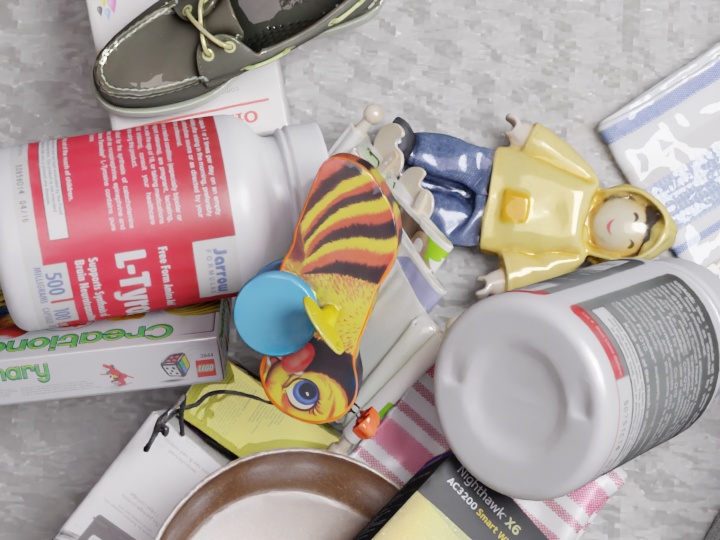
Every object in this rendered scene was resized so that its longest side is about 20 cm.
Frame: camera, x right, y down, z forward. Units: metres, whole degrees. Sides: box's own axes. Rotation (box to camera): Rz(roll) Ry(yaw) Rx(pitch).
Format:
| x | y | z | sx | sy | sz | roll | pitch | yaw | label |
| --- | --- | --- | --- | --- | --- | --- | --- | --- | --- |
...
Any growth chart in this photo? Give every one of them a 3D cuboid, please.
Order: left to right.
| x | y | z | sx | sy | sz | roll | pitch | yaw | label |
| --- | --- | --- | --- | --- | --- | --- | --- | --- | --- |
| 0.000 | 0.000 | 0.894 | 0.145 | 0.018 | 0.200 | -43 | 47 | 26 | growth chart |

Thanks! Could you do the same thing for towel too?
| x | y | z | sx | sy | sz | roll | pitch | yaw | label |
| --- | --- | --- | --- | --- | --- | --- | --- | --- | --- |
| 0.050 | 0.154 | 0.872 | 0.146 | 0.030 | 0.200 | 39 | 83 | 3 | towel |
| 0.269 | -0.056 | 0.964 | 0.147 | 0.024 | 0.200 | -32 | 86 | -1 | towel |

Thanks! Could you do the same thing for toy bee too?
| x | y | z | sx | sy | sz | roll | pitch | yaw | label |
| --- | --- | --- | --- | --- | --- | --- | --- | --- | --- |
| -0.022 | 0.039 | 0.819 | 0.108 | 0.131 | 0.200 | 33 | 121 | -1 | toy bee |

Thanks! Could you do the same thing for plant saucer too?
| x | y | z | sx | sy | sz | roll | pitch | yaw | label |
| --- | --- | --- | --- | --- | --- | --- | --- | --- | --- |
| -0.033 | 0.201 | 0.803 | 0.199 | 0.034 | 0.201 | 9 | 67 | -20 | plant saucer |

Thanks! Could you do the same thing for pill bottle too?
| x | y | z | sx | sy | sz | roll | pitch | yaw | label |
| --- | --- | --- | --- | --- | --- | --- | --- | --- | --- |
| -0.118 | -0.033 | 0.870 | 0.199 | 0.112 | 0.113 | -10 | 85 | -7 | pill bottle |
| 0.142 | 0.055 | 0.838 | 0.114 | 0.200 | 0.114 | 8 | 103 | 37 | pill bottle |

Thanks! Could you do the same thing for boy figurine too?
| x | y | z | sx | sy | sz | roll | pitch | yaw | label |
| --- | --- | --- | --- | --- | --- | --- | --- | --- | --- |
| 0.108 | -0.036 | 0.944 | 0.199 | 0.064 | 0.125 | 16 | 83 | 5 | boy figurine |

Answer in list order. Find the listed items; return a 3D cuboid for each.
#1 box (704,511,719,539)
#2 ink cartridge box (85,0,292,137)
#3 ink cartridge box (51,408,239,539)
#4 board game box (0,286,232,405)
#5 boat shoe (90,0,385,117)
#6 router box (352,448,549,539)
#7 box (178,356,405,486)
| x | y | z | sx | sy | sz | roll | pitch | yaw | label |
| --- | --- | --- | --- | --- | --- | --- | --- | --- | --- |
| 0.292 | 0.255 | 0.886 | 0.198 | 0.131 | 0.200 | 30 | 86 | 2 | box |
| -0.110 | -0.132 | 0.949 | 0.116 | 0.067 | 0.201 | -13 | 86 | -1 | ink cartridge box |
| -0.159 | 0.185 | 0.902 | 0.067 | 0.116 | 0.200 | 38 | 87 | 2 | ink cartridge box |
| -0.183 | 0.037 | 0.909 | 0.199 | 0.126 | 0.035 | -6 | 115 | 0 | board game box |
| -0.077 | -0.156 | 0.888 | 0.201 | 0.060 | 0.072 | -24 | 85 | -4 | boat shoe |
| 0.065 | 0.223 | 0.789 | 0.200 | 0.052 | 0.157 | 47 | 58 | -1 | router box |
| -0.022 | 0.129 | 0.926 | 0.200 | 0.075 | 0.050 | 35 | 87 | 2 | box |
